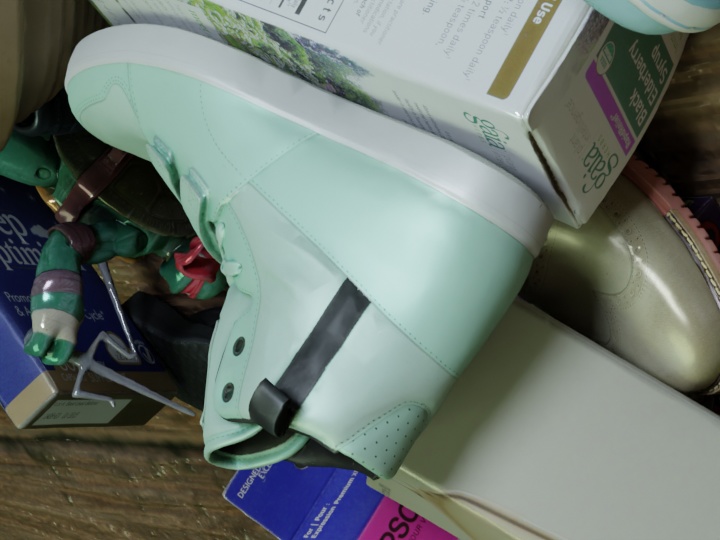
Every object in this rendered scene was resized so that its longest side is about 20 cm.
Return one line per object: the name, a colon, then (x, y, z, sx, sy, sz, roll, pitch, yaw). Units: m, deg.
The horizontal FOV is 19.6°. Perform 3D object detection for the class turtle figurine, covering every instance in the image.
turtle figurine: (-0.127, -0.029, 0.955, 0.200, 0.101, 0.150, 41, -168, -2)

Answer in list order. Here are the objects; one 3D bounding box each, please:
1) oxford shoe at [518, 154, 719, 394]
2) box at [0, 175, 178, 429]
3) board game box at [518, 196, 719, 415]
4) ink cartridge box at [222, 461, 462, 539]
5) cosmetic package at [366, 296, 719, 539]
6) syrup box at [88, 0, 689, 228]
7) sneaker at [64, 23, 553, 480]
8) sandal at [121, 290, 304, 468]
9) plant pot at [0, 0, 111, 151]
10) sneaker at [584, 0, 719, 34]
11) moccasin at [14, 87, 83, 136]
oxford shoe: (0.046, -0.016, 0.722, 0.200, 0.074, 0.071, 39, 136, 31)
box: (-0.178, -0.011, 1.005, 0.200, 0.032, 0.121, 51, -165, 16)
board game box: (0.127, 0.060, 0.799, 0.120, 0.032, 0.201, -3, 125, 49)
ink cartridge box: (0.052, 0.107, 0.797, 0.200, 0.095, 0.037, 38, 150, -6)
cosmetic package: (0.104, 0.089, 0.715, 0.199, 0.073, 0.104, 29, 169, 6)
syrup box: (-0.001, -0.095, 0.683, 0.199, 0.082, 0.079, 23, 167, 28)
sneaker: (-0.046, -0.005, 0.678, 0.200, 0.119, 0.074, 24, 171, 37)
sandal: (-0.058, 0.043, 1.013, 0.200, 0.048, 0.076, 26, 150, 54)
plant pot: (-0.136, -0.144, 0.779, 0.201, 0.092, 0.202, 167, 90, -68)
sneaker: (0.014, -0.125, 0.608, 0.200, 0.080, 0.131, 47, 140, 1)
moccasin: (-0.183, -0.136, 0.895, 0.200, 0.068, 0.081, 38, 126, 12)
